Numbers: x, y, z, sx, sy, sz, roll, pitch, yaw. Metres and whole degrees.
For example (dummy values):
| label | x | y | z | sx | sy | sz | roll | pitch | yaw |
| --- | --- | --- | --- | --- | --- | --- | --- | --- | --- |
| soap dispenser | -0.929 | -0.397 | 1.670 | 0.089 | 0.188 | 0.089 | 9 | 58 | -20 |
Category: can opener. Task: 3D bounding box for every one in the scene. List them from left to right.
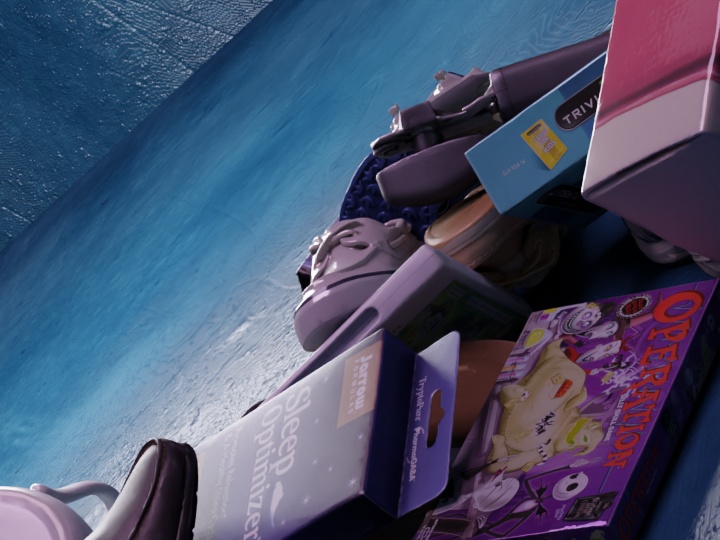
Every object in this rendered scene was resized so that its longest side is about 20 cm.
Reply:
| label | x | y | z | sx | sy | sz | roll | pitch | yaw |
| --- | --- | --- | --- | --- | --- | --- | --- | --- | --- |
| can opener | 0.103 | -0.092 | 1.781 | 0.199 | 0.067 | 0.053 | -18 | -11 | 4 |

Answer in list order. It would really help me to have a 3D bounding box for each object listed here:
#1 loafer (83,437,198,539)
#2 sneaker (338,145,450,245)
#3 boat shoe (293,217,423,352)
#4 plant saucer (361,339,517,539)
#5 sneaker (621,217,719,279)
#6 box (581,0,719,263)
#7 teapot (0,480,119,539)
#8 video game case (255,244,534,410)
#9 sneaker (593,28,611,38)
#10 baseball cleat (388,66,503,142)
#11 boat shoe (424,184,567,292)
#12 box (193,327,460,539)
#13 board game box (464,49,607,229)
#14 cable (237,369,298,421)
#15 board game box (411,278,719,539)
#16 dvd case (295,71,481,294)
| label | x | y | z | sx | sy | sz | roll | pitch | yaw |
| --- | --- | --- | --- | --- | --- | --- | --- | --- | --- |
| loafer | -0.146 | 0.175 | 1.554 | 0.073 | 0.072 | 0.201 | -24 | 42 | 63 |
| sneaker | 0.030 | -0.016 | 1.901 | 0.078 | 0.070 | 0.201 | -48 | -24 | -46 |
| boat shoe | 0.000 | 0.000 | 1.752 | 0.072 | 0.066 | 0.200 | -31 | -5 | 22 |
| plant saucer | 0.036 | 0.099 | 1.605 | 0.199 | 0.030 | 0.200 | -20 | 27 | 10 |
| sneaker | 0.180 | -0.055 | 1.651 | 0.078 | 0.086 | 0.200 | -47 | 9 | -4 |
| box | 0.208 | -0.116 | 1.515 | 0.109 | 0.127 | 0.201 | -29 | 43 | 54 |
| teapot | -0.234 | 0.250 | 1.948 | 0.199 | 0.146 | 0.198 | -28 | 44 | 4 |
| video game case | 0.011 | 0.070 | 1.741 | 0.182 | 0.022 | 0.200 | -44 | -20 | 7 |
| sneaker | 0.193 | -0.133 | 1.891 | 0.200 | 0.075 | 0.076 | -45 | 12 | 11 |
| baseball cleat | 0.097 | -0.086 | 1.939 | 0.070 | 0.107 | 0.200 | -41 | -11 | 33 |
| boat shoe | 0.095 | -0.022 | 1.818 | 0.074 | 0.069 | 0.200 | -31 | 2 | 19 |
| box | -0.030 | 0.109 | 1.558 | 0.200 | 0.032 | 0.121 | -32 | 33 | 32 |
| board game box | 0.175 | -0.102 | 1.711 | 0.200 | 0.047 | 0.151 | -35 | -15 | 17 |
| cable | -0.022 | 0.086 | 1.823 | 0.200 | 0.051 | 0.163 | -42 | -18 | 2 |
| board game box | 0.111 | 0.081 | 1.502 | 0.120 | 0.032 | 0.200 | -7 | 33 | 30 |
| dvd case | 0.027 | -0.019 | 1.986 | 0.017 | 0.143 | 0.200 | 19 | 55 | 27 |
